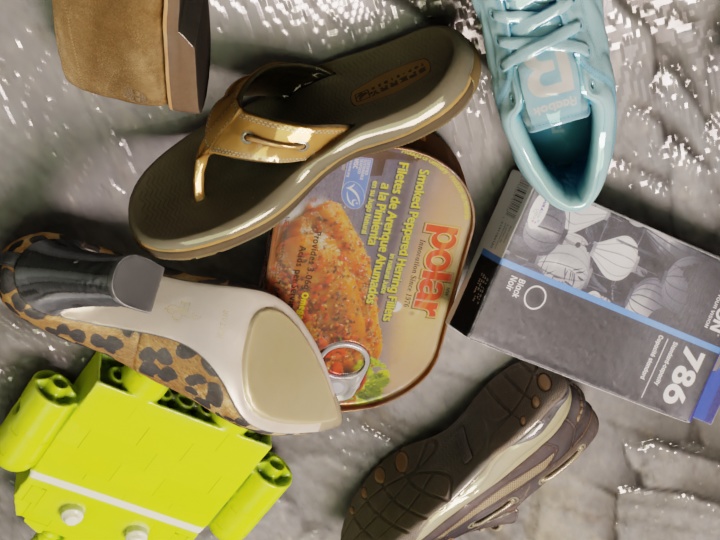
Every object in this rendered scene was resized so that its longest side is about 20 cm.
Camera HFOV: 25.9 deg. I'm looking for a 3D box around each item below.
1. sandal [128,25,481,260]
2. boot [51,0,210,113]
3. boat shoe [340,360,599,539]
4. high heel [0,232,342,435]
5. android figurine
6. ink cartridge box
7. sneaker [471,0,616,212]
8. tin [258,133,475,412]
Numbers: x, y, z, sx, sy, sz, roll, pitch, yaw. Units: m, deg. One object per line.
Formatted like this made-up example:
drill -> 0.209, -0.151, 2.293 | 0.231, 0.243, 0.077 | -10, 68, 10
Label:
sandal -> -0.035, -0.077, 0.799 | 0.200, 0.080, 0.054 | -27, 139, 8
boot -> -0.112, -0.159, 0.732 | 0.075, 0.074, 0.200 | 5, 132, 2
boat shoe -> 0.071, 0.140, 1.002 | 0.073, 0.075, 0.200 | 34, 120, -30
high heel -> -0.109, 0.037, 0.891 | 0.143, 0.071, 0.200 | 4, 155, 46
android figurine -> -0.139, 0.121, 0.983 | 0.182, 0.041, 0.200 | 25, 121, -26
ink cartridge box -> 0.156, 0.023, 0.909 | 0.200, 0.039, 0.099 | 20, 95, -24
sneaker -> 0.095, -0.114, 0.781 | 0.074, 0.082, 0.200 | -18, 130, 8
tin -> 0.000, 0.000, 0.898 | 0.112, 0.042, 0.200 | 7, 130, -8
